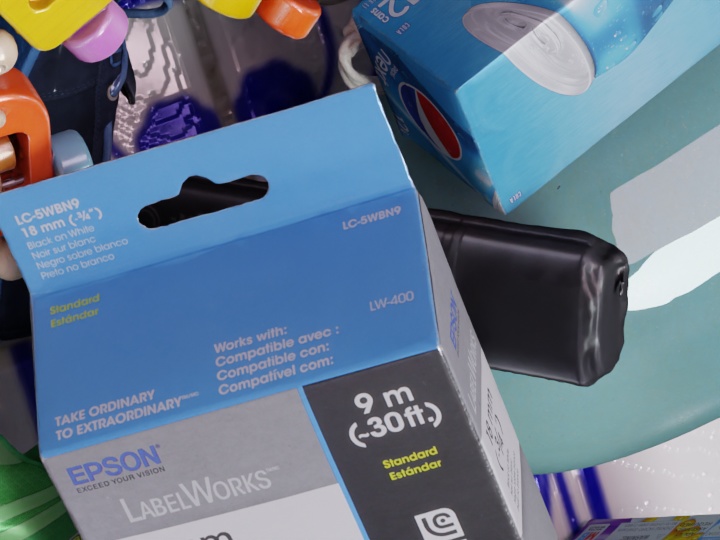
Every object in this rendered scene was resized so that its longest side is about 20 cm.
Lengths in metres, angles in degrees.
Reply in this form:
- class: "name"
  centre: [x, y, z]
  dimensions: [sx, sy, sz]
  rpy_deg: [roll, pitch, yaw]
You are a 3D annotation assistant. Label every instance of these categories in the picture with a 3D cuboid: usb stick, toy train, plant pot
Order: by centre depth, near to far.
- class: "toy train"
  centre: [-0.077, -0.087, 0.925]
  dimensions: [0.200, 0.056, 0.150]
  rpy_deg: [-22, 138, -17]
- class: "usb stick"
  centre: [0.000, 0.000, 0.960]
  dimensions: [0.033, 0.200, 0.056]
  rpy_deg: [-35, 130, -56]
- class: "plant pot"
  centre: [0.078, -0.015, 1.047]
  dimensions: [0.161, 0.201, 0.201]
  rpy_deg: [-32, 105, -12]

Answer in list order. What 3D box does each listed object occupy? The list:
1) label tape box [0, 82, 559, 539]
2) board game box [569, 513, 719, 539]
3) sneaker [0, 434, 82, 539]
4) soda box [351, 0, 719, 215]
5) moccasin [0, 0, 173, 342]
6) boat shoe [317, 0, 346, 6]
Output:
- class: "label tape box"
  centre: [-0.029, 0.053, 0.915]
  dimensions: [0.144, 0.063, 0.200]
  rpy_deg: [-16, 121, 13]
- class: "board game box"
  centre: [0.086, 0.191, 1.072]
  dimensions: [0.200, 0.103, 0.105]
  rpy_deg: [-35, 106, -38]
- class: "sneaker"
  centre: [-0.178, 0.073, 0.962]
  dimensions: [0.200, 0.074, 0.084]
  rpy_deg: [12, 86, -39]
- class: "soda box"
  centre: [0.098, -0.113, 0.947]
  dimensions: [0.200, 0.064, 0.068]
  rpy_deg: [-39, 139, -12]
- class: "moccasin"
  centre: [-0.119, -0.074, 0.995]
  dimensions: [0.068, 0.080, 0.201]
  rpy_deg: [-5, 116, -46]
- class: "boat shoe"
  centre: [-0.045, -0.188, 0.968]
  dimensions: [0.071, 0.064, 0.200]
  rpy_deg: [-37, 107, -26]
